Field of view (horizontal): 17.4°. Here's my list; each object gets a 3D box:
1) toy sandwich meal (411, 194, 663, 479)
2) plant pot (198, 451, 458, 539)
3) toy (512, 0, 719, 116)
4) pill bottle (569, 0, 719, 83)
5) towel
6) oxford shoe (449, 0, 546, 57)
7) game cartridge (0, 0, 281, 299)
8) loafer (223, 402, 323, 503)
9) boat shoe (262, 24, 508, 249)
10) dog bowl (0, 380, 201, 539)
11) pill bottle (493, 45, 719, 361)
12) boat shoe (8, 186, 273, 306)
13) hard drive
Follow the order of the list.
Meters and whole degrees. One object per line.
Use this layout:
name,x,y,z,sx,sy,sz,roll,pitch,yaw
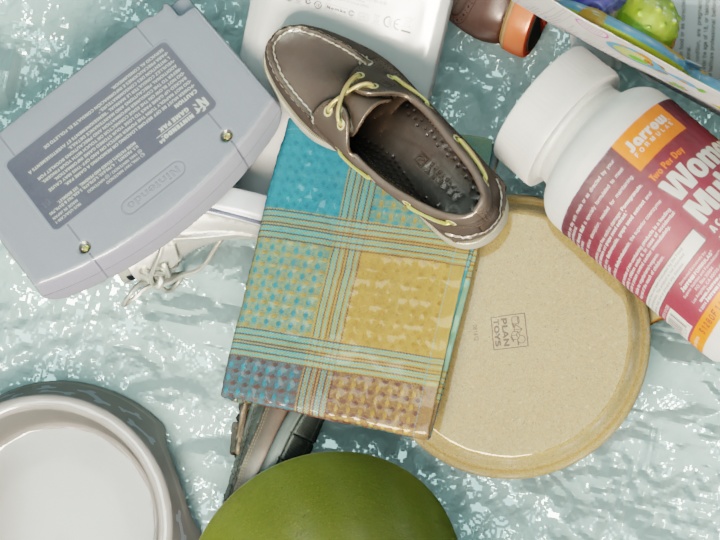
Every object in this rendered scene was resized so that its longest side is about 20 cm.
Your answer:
toy sandwich meal,0.104,0.039,1.555,0.203,0.070,0.207,-1,84,6
plant pot,0.002,0.235,1.446,0.185,0.200,0.189,-5,108,-14
toy,0.182,-0.145,1.459,0.199,0.115,0.047,32,90,-4
pill bottle,0.237,-0.178,1.542,0.198,0.113,0.114,1,84,6
towel,0.000,0.000,1.523,0.145,0.022,0.202,11,77,12
oxford shoe,0.116,-0.249,1.586,0.072,0.071,0.201,22,86,13
game cartridge,-0.156,-0.077,1.550,0.200,0.042,0.133,-38,68,-4
loafer,-0.050,0.070,1.565,0.063,0.072,0.201,22,78,15
boat shoe,0.012,-0.093,1.501,0.200,0.060,0.072,44,88,15
dog bowl,-0.207,0.173,1.579,0.198,0.059,0.202,-1,84,5
pill bottle,0.186,-0.045,1.483,0.200,0.110,0.110,42,89,14
boat shoe,-0.146,-0.017,1.584,0.200,0.075,0.087,4,84,9
hard drive,-0.015,-0.137,1.566,0.131,0.026,0.202,16,111,8
